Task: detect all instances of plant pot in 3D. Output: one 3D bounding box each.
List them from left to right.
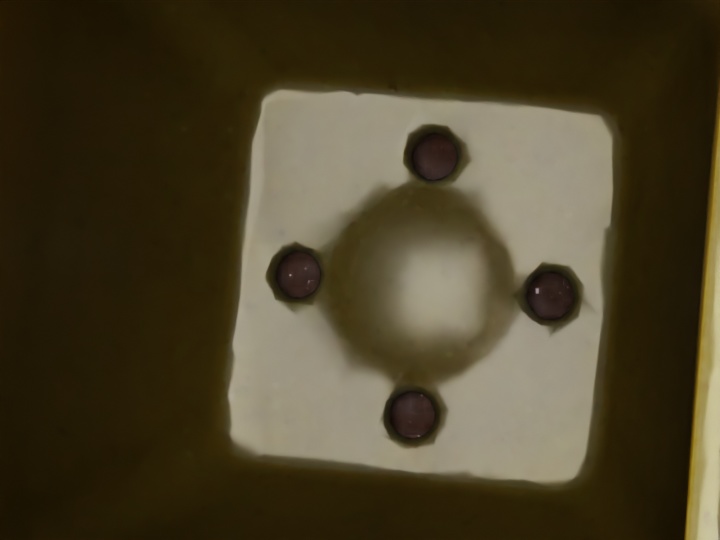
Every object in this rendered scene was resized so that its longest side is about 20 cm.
[{"bbox_3d":[0.000,0.000,0.723,0.194,0.200,0.195,5,88,9],"label":"plant pot"}]
